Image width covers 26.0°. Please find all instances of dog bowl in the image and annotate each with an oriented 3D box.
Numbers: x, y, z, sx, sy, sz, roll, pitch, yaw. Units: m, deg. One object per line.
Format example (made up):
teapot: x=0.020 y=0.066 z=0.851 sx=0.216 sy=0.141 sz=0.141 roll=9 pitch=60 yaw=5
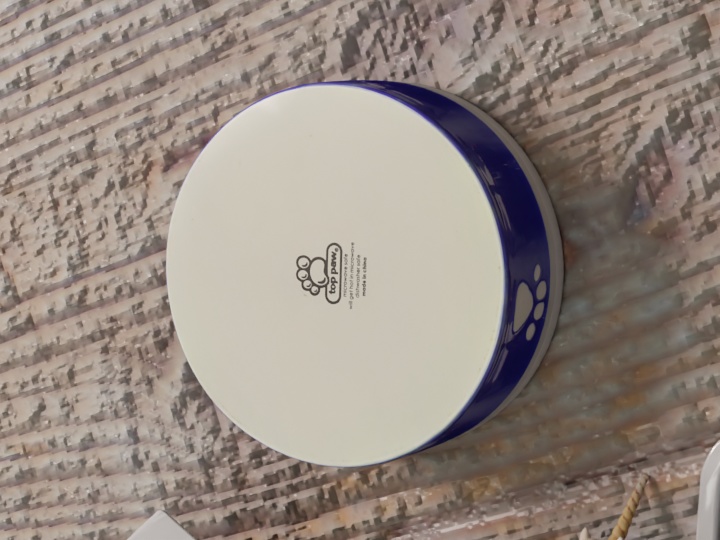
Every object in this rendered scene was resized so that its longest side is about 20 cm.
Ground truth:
dog bowl: x=0.000 y=0.000 z=0.819 sx=0.200 sy=0.079 sz=0.200 roll=3 pitch=96 yaw=27

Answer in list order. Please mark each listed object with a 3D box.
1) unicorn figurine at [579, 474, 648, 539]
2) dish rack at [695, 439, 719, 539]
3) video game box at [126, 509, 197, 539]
unicorn figurine: x=0.087 y=0.215 z=0.794 sx=0.200 sy=0.074 sz=0.137 roll=-25 pitch=106 yaw=7
dish rack: x=0.257 y=0.161 z=0.724 sx=0.200 sy=0.044 sz=0.172 roll=6 pitch=98 yaw=26
video game box: x=-0.048 y=0.240 z=0.829 sx=0.200 sy=0.047 sz=0.182 roll=37 pitch=152 yaw=21
